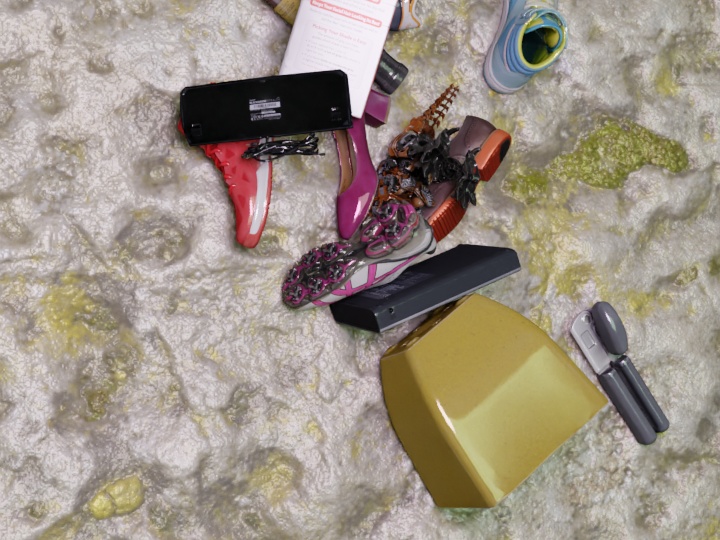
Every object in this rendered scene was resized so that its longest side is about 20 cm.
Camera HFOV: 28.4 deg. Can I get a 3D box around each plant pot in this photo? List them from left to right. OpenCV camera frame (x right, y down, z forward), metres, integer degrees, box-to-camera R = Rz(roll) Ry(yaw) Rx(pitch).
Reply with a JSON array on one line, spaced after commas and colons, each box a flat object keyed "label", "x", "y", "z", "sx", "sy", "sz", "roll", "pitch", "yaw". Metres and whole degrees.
[{"label": "plant pot", "x": 0.134, "y": 0.144, "z": 1.698, "sx": 0.195, "sy": 0.194, "sz": 0.201, "roll": -39, "pitch": 93, "yaw": -19}]

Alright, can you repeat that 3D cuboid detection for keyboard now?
[{"label": "keyboard", "x": -0.107, "y": -0.170, "z": 1.641, "sx": 0.197, "sy": 0.040, "sz": 0.105, "roll": -6, "pitch": 71, "yaw": 2}]

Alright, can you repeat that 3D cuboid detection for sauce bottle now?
[{"label": "sauce bottle", "x": -0.027, "y": -0.294, "z": 1.741, "sx": 0.199, "sy": 0.065, "sz": 0.065, "roll": 38, "pitch": 74, "yaw": -15}]

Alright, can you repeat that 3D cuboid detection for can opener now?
[{"label": "can opener", "x": 0.338, "y": 0.135, "z": 1.839, "sx": 0.052, "sy": 0.066, "sz": 0.201, "roll": -35, "pitch": 102, "yaw": -21}]

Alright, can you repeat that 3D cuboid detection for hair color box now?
[{"label": "hair color box", "x": -0.020, "y": -0.291, "z": 1.671, "sx": 0.110, "sy": 0.064, "sz": 0.202, "roll": 18, "pitch": 96, "yaw": -2}]

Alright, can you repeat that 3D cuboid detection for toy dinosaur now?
[{"label": "toy dinosaur", "x": 0.068, "y": -0.134, "z": 1.724, "sx": 0.101, "sy": 0.135, "sz": 0.203, "roll": 6, "pitch": 95, "yaw": -40}]

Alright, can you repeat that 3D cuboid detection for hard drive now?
[{"label": "hard drive", "x": 0.077, "y": 0.018, "z": 1.708, "sx": 0.198, "sy": 0.139, "sz": 0.033, "roll": -23, "pitch": 102, "yaw": -20}]

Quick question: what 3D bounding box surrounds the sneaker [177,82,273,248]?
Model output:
[{"label": "sneaker", "x": -0.163, "y": -0.127, "z": 1.680, "sx": 0.114, "sy": 0.078, "sz": 0.203, "roll": 6, "pitch": 71, "yaw": -11}]

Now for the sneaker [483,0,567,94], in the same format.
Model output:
[{"label": "sneaker", "x": 0.230, "y": -0.328, "z": 1.803, "sx": 0.079, "sy": 0.130, "sz": 0.202, "roll": 19, "pitch": 78, "yaw": -16}]

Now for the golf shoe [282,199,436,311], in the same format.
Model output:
[{"label": "golf shoe", "x": 0.000, "y": 0.000, "z": 1.690, "sx": 0.199, "sy": 0.073, "sz": 0.092, "roll": -29, "pitch": 138, "yaw": 17}]

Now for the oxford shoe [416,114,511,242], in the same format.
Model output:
[{"label": "oxford shoe", "x": 0.105, "y": -0.106, "z": 1.782, "sx": 0.072, "sy": 0.071, "sz": 0.201, "roll": 35, "pitch": 78, "yaw": 19}]

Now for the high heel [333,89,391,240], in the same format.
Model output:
[{"label": "high heel", "x": -0.024, "y": -0.142, "z": 1.722, "sx": 0.095, "sy": 0.067, "sz": 0.202, "roll": 20, "pitch": 76, "yaw": -23}]

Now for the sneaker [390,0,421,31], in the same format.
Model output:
[{"label": "sneaker", "x": 0.053, "y": -0.398, "z": 1.774, "sx": 0.078, "sy": 0.078, "sz": 0.203, "roll": 7, "pitch": 93, "yaw": -14}]
